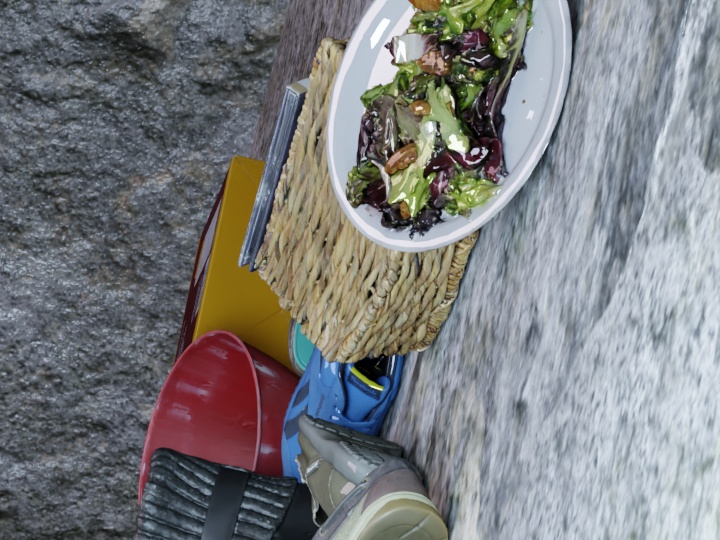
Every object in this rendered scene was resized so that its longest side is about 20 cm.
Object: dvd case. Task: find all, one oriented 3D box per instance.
[{"bbox_3d":[0.000,-0.089,1.734,0.200,0.016,0.149,-26,-37,-45],"label":"dvd case"}]

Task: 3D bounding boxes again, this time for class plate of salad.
[{"bbox_3d":[0.043,-0.110,1.478,0.200,0.048,0.201,-19,62,40],"label":"plate of salad"}]

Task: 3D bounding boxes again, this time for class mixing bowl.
[{"bbox_3d":[-0.081,0.153,1.932,0.200,0.108,0.201,-32,52,53],"label":"mixing bowl"}]

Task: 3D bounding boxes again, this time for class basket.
[{"bbox_3d":[0.042,-0.045,1.641,0.143,0.149,0.201,49,132,40],"label":"basket"}]

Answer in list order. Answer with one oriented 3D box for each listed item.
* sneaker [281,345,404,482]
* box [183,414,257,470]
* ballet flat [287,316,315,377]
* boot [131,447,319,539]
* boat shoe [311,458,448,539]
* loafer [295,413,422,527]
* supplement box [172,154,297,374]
[{"bbox_3d":[-0.012,0.098,1.779,0.078,0.066,0.201,-105,30,-68],"label":"sneaker"},{"bbox_3d":[-0.103,0.196,2.079,0.200,0.119,0.042,112,170,-50],"label":"box"},{"bbox_3d":[0.000,0.000,1.908,0.068,0.068,0.201,94,-162,-74],"label":"ballet flat"},{"bbox_3d":[-0.083,0.225,1.694,0.080,0.157,0.212,110,166,-52],"label":"boot"},{"bbox_3d":[-0.012,0.196,1.487,0.201,0.072,0.066,-57,21,29],"label":"boat shoe"},{"bbox_3d":[-0.011,0.143,1.639,0.200,0.075,0.070,-147,75,-82],"label":"loafer"},{"bbox_3d":[-0.080,0.042,2.134,0.200,0.132,0.198,120,162,-66],"label":"supplement box"}]
